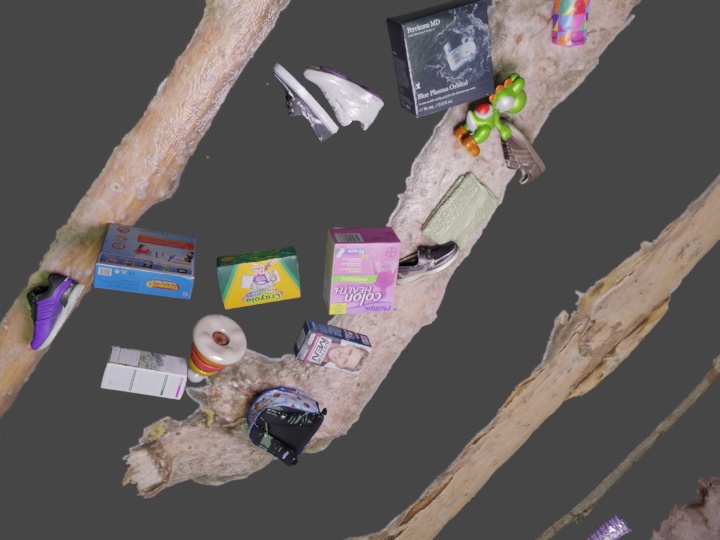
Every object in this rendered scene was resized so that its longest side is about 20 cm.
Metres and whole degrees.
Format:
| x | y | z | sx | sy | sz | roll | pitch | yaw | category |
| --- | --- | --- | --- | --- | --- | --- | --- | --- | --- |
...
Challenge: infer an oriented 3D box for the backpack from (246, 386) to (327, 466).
| x | y | z | sx | sy | sz | roll | pitch | yaw | category |
| --- | --- | --- | --- | --- | --- | --- | --- | --- | --- |
| -0.222 | 0.418 | 1.598 | 0.188 | 0.154 | 0.202 | 24 | 103 | -34 | backpack |

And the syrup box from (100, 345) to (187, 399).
| x | y | z | sx | sy | sz | roll | pitch | yaw | category |
| --- | --- | --- | --- | --- | --- | --- | --- | --- | --- |
| -0.550 | 0.263 | 1.462 | 0.196 | 0.079 | 0.083 | 16 | 112 | -23 | syrup box |

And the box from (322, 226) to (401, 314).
| x | y | z | sx | sy | sz | roll | pitch | yaw | category |
| --- | --- | --- | --- | --- | --- | --- | --- | --- | --- |
| 0.000 | 0.000 | 1.469 | 0.172 | 0.097 | 0.204 | -1 | 118 | -15 | box |

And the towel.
| x | y | z | sx | sy | sz | roll | pitch | yaw | category |
| --- | --- | --- | --- | --- | --- | --- | --- | --- | --- |
| 0.263 | -0.144 | 1.503 | 0.147 | 0.037 | 0.201 | 33 | 104 | -27 | towel |

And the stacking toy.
| x | y | z | sx | sy | sz | roll | pitch | yaw | category |
| --- | --- | --- | --- | --- | --- | --- | --- | --- | --- |
| -0.397 | 0.223 | 1.480 | 0.144 | 0.148 | 0.200 | 22 | 129 | -25 | stacking toy |

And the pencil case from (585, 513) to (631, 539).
| x | y | z | sx | sy | sz | roll | pitch | yaw | category |
| --- | --- | --- | --- | --- | --- | --- | --- | --- | --- |
| 1.028 | 1.102 | 2.360 | 0.083 | 0.086 | 0.200 | 36 | 104 | -30 | pencil case |

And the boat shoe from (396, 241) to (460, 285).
| x | y | z | sx | sy | sz | roll | pitch | yaw | category |
| --- | --- | --- | --- | --- | --- | --- | --- | --- | --- |
| 0.167 | -0.027 | 1.505 | 0.197 | 0.072 | 0.065 | -25 | 118 | 20 | boat shoe |

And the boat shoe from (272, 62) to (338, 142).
| x | y | z | sx | sy | sz | roll | pitch | yaw | category |
| --- | --- | --- | --- | --- | --- | --- | --- | --- | --- |
| -0.132 | -0.364 | 1.259 | 0.066 | 0.070 | 0.200 | -42 | 128 | 7 | boat shoe |

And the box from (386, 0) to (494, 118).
| x | y | z | sx | sy | sz | roll | pitch | yaw | category |
| --- | --- | --- | --- | --- | --- | --- | --- | --- | --- |
| 0.178 | -0.472 | 1.257 | 0.193 | 0.118 | 0.203 | -18 | 120 | -6 | box |

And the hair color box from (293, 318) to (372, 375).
| x | y | z | sx | sy | sz | roll | pitch | yaw | category |
| --- | --- | --- | --- | --- | --- | --- | --- | --- | --- |
| -0.077 | 0.214 | 1.583 | 0.197 | 0.061 | 0.101 | 18 | 112 | -24 | hair color box |

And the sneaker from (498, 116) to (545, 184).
| x | y | z | sx | sy | sz | roll | pitch | yaw | category |
| --- | --- | --- | --- | --- | --- | --- | --- | --- | --- |
| 0.394 | -0.296 | 1.439 | 0.076 | 0.071 | 0.199 | -44 | 119 | 11 | sneaker |

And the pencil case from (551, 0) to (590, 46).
| x | y | z | sx | sy | sz | roll | pitch | yaw | category |
| --- | --- | --- | --- | --- | --- | --- | --- | --- | --- |
| 0.484 | -0.616 | 1.288 | 0.086 | 0.089 | 0.204 | -9 | 121 | -11 | pencil case |

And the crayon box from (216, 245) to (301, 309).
| x | y | z | sx | sy | sz | roll | pitch | yaw | category |
| --- | --- | --- | --- | --- | --- | --- | --- | --- | --- |
| -0.253 | 0.017 | 1.427 | 0.196 | 0.058 | 0.121 | -9 | 119 | -11 | crayon box |

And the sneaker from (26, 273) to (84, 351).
| x | y | z | sx | sy | sz | roll | pitch | yaw | category |
| --- | --- | --- | --- | --- | --- | --- | --- | --- | --- |
| -0.735 | 0.089 | 1.329 | 0.099 | 0.070 | 0.202 | 32 | 101 | -21 | sneaker |

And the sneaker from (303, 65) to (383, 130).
| x | y | z | sx | sy | sz | roll | pitch | yaw | category |
| --- | --- | --- | --- | --- | --- | --- | --- | --- | --- |
| -0.044 | -0.381 | 1.264 | 0.197 | 0.075 | 0.101 | 22 | 109 | -25 | sneaker |

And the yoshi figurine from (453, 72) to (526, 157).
| x | y | z | sx | sy | sz | roll | pitch | yaw | category |
| --- | --- | --- | --- | --- | --- | --- | --- | --- | --- |
| 0.323 | -0.367 | 1.353 | 0.112 | 0.112 | 0.200 | 42 | 113 | 0 | yoshi figurine |

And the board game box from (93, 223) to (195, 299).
| x | y | z | sx | sy | sz | roll | pitch | yaw | category |
| --- | --- | --- | --- | --- | --- | --- | --- | --- | --- |
| -0.471 | -0.023 | 1.263 | 0.196 | 0.197 | 0.057 | 9 | 116 | -20 | board game box |
